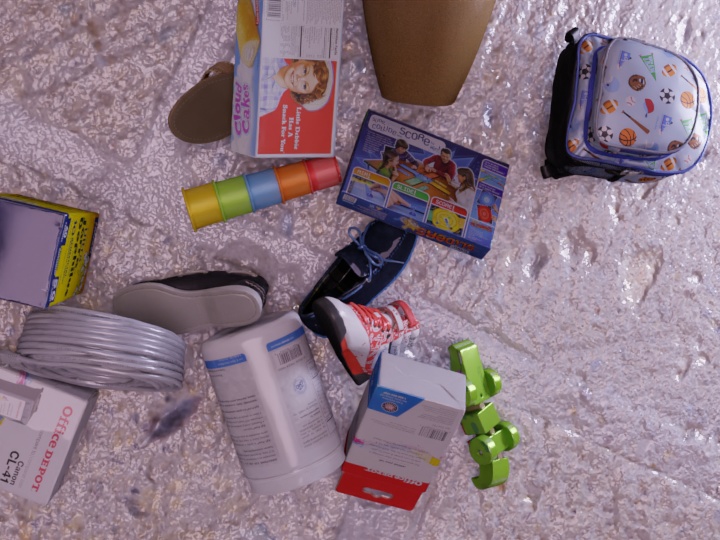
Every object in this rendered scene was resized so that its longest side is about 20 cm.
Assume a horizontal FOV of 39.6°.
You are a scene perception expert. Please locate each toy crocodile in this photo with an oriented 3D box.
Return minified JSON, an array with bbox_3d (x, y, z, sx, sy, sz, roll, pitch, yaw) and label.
[{"bbox_3d":[0.154,0.190,1.315,0.067,0.062,0.201,-21,95,-43],"label":"toy crocodile"}]

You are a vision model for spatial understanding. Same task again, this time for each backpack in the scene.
[{"bbox_3d":[0.345,-0.200,1.259,0.190,0.154,0.201,10,89,-16],"label":"backpack"}]

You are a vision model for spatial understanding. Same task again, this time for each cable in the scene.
[{"bbox_3d":[-0.307,0.099,1.196,0.199,0.200,0.070,0,73,22],"label":"cable"}]

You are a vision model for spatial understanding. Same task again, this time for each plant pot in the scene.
[{"bbox_3d":[0.080,-0.309,1.226,0.185,0.186,0.201,3,109,-6],"label":"plant pot"}]

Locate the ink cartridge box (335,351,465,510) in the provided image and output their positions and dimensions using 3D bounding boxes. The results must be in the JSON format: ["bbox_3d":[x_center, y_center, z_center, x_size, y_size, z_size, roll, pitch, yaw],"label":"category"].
[{"bbox_3d":[0.048,0.209,1.273,0.116,0.067,0.200,16,126,-6],"label":"ink cartridge box"}]

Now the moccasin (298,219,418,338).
[{"bbox_3d":[0.000,0.000,1.265,0.200,0.080,0.068,-55,142,-1],"label":"moccasin"}]

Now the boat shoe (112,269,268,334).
[{"bbox_3d":[-0.213,0.033,1.262,0.199,0.060,0.074,-6,117,15],"label":"boat shoe"}]

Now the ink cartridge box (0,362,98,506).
[{"bbox_3d":[-0.449,0.183,1.240,0.199,0.086,0.148,22,91,-5],"label":"ink cartridge box"}]

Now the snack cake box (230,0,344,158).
[{"bbox_3d":[-0.089,-0.240,1.217,0.115,0.067,0.201,-5,107,-36],"label":"snack cake box"}]

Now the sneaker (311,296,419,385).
[{"bbox_3d":[0.011,0.063,1.235,0.108,0.202,0.067,-35,59,-8],"label":"sneaker"}]

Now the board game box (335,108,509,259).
[{"bbox_3d":[0.082,-0.110,1.265,0.199,0.034,0.136,21,60,-6],"label":"board game box"}]

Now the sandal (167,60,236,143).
[{"bbox_3d":[-0.164,-0.230,1.255,0.212,0.070,0.078,-39,125,-21],"label":"sandal"}]

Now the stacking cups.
[{"bbox_3d":[-0.124,-0.107,1.266,0.199,0.061,0.061,-19,96,-6],"label":"stacking cups"}]

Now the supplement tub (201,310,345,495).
[{"bbox_3d":[-0.109,0.162,1.249,0.131,0.132,0.201,-18,96,-4],"label":"supplement tub"}]

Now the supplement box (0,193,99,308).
[{"bbox_3d":[-0.387,-0.027,1.172,0.109,0.200,0.109,13,93,-5],"label":"supplement box"}]
